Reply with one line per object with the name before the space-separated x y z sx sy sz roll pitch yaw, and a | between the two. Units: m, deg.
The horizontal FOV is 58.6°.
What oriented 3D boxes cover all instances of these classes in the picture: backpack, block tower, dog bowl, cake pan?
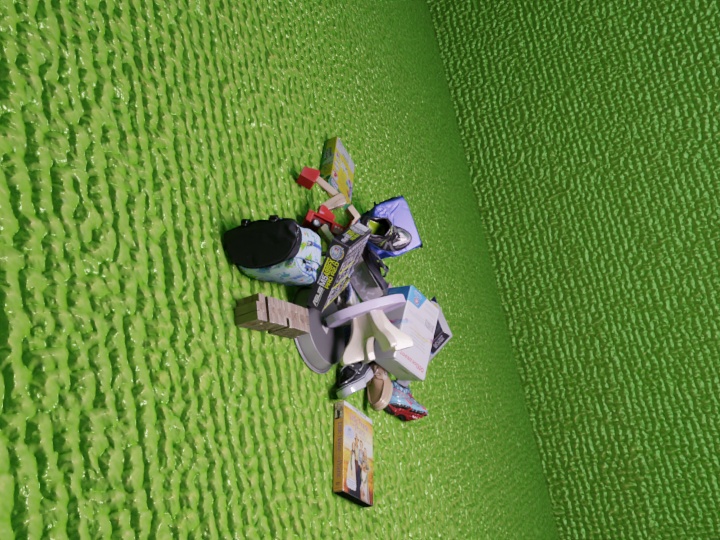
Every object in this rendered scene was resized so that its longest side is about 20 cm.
backpack | -0.157 -0.037 1.300 0.200 0.160 0.157 -26 107 -74
backpack | 0.058 -0.113 1.821 0.200 0.165 0.166 173 -100 -75
block tower | -0.170 0.093 1.282 0.199 0.057 0.055 27 50 -62
dog bowl | 0.000 0.000 1.669 0.202 0.058 0.200 60 5 -8
cake pan | -0.092 0.131 1.462 0.200 0.036 0.204 47 34 -47

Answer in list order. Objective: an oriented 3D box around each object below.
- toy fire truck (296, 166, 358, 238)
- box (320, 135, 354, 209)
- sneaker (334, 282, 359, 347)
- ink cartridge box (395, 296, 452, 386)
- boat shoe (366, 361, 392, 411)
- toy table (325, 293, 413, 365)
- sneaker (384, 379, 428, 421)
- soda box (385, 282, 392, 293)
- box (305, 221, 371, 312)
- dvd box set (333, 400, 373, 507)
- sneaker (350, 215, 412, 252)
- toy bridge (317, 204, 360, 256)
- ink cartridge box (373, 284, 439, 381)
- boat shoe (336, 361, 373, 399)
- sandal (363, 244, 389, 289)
toy fire truck | -0.078 -0.151 1.572 0.197 0.049 0.143 25 65 -11
box | -0.065 -0.266 1.790 0.118 0.048 0.203 55 26 -38
sneaker | -0.022 0.115 1.594 0.085 0.076 0.204 30 48 -64
ink cartridge box | 0.155 0.185 1.776 0.047 0.199 0.201 30 20 -25
boat shoe | 0.037 0.269 1.639 0.065 0.070 0.202 52 21 -31
toy table | 0.028 0.137 1.458 0.184 0.196 0.119 120 -47 -71
sneaker | 0.129 0.355 1.776 0.200 0.078 0.097 41 36 -53
soda box | 0.056 0.125 1.782 0.069 0.062 0.202 59 27 -29
box | -0.045 -0.012 1.435 0.044 0.163 0.200 27 20 7
dvd box set | -0.014 0.417 1.456 0.146 0.029 0.203 47 34 -47
sneaker | 0.063 -0.094 1.660 0.197 0.082 0.072 17 80 -40
toy bridge | -0.073 -0.074 1.504 0.199 0.027 0.068 -40 91 -27
ink cartridge box | 0.116 0.163 1.640 0.144 0.083 0.203 40 54 -39
boat shoe | -0.023 0.249 1.521 0.072 0.071 0.200 64 12 1
sandal | 0.039 -0.022 1.611 0.077 0.042 0.201 58 6 -29
